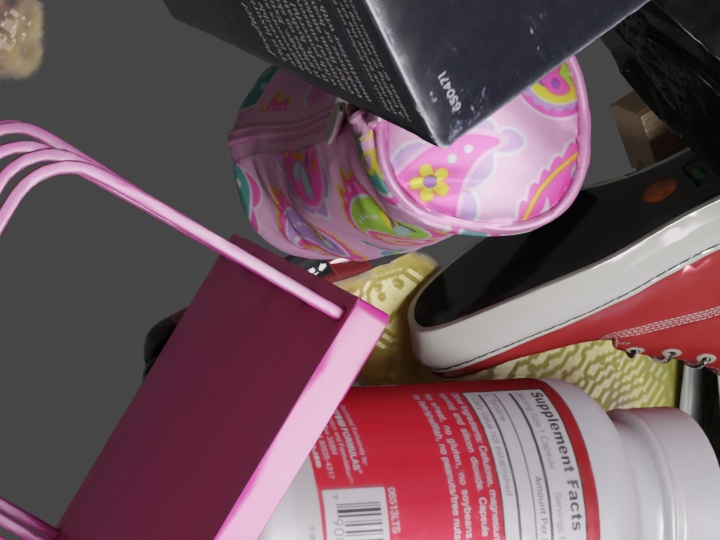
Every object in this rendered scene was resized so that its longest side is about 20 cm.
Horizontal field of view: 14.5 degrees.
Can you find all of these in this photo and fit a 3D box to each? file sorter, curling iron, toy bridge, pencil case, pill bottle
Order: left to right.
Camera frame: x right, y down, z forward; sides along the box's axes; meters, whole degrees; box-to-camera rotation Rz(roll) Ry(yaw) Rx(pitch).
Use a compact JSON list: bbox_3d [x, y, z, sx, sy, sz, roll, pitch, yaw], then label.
[{"bbox_3d":[-0.099,0.032,0.961,0.125,0.200,0.140,31,88,-16],"label":"file sorter"},{"bbox_3d":[0.000,0.000,1.112,0.199,0.026,0.050,-32,113,-15],"label":"curling iron"},{"bbox_3d":[0.012,-0.048,1.003,0.087,0.200,0.088,0,89,-16],"label":"pencil case"},{"bbox_3d":[0.034,0.098,1.079,0.199,0.112,0.113,-2,104,-23],"label":"pill bottle"},{"bbox_3d":[0.194,-0.083,1.191,0.199,0.027,0.068,-31,116,-16],"label":"toy bridge"}]

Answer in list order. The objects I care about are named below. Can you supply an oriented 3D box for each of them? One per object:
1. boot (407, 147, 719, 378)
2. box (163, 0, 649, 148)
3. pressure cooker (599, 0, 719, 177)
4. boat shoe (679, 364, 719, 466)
[{"bbox_3d":[0.129,0.030,1.134,0.199,0.073,0.145,-22,119,8],"label":"boot"},{"bbox_3d":[0.034,-0.159,0.890,0.199,0.198,0.124,-35,119,-14],"label":"box"},{"bbox_3d":[0.193,-0.119,0.997,0.200,0.179,0.176,-43,97,-3],"label":"pressure cooker"},{"bbox_3d":[0.152,0.110,1.203,0.066,0.073,0.202,6,89,-22],"label":"boat shoe"}]
